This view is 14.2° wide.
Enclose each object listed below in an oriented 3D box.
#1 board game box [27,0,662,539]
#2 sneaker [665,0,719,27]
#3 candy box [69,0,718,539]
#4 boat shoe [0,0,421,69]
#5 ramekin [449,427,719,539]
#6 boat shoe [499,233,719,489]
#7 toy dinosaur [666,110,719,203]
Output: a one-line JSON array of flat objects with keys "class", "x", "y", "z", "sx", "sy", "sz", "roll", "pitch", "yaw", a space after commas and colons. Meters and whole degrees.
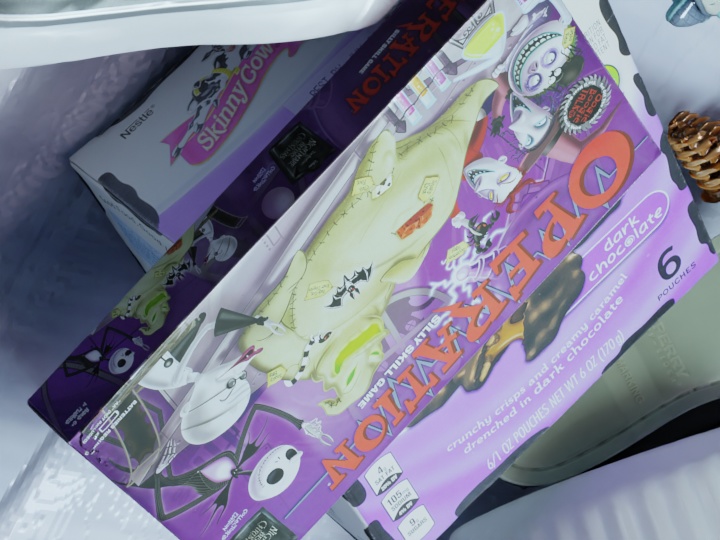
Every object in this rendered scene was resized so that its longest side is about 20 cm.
[{"class": "board game box", "x": 0.000, "y": 0.000, "z": 0.899, "sx": 0.200, "sy": 0.032, "sz": 0.120, "roll": -47, "pitch": 145, "yaw": -4}, {"class": "sneaker", "x": 0.138, "y": -0.131, "z": 1.032, "sx": 0.200, "sy": 0.078, "sz": 0.086, "roll": 4, "pitch": 127, "yaw": -39}, {"class": "candy box", "x": 0.018, "y": -0.019, "z": 0.980, "sx": 0.168, "sy": 0.072, "sz": 0.200, "roll": -43, "pitch": 140, "yaw": -11}, {"class": "boat shoe", "x": -0.046, "y": -0.104, "z": 0.844, "sx": 0.200, "sy": 0.069, "sz": 0.057, "roll": -15, "pitch": 138, "yaw": -31}, {"class": "ramekin", "x": 0.124, "y": 0.125, "z": 1.109, "sx": 0.200, "sy": 0.105, "sz": 0.200, "roll": -18, "pitch": 170, "yaw": -3}, {"class": "boat shoe", "x": 0.129, "y": 0.027, "z": 1.102, "sx": 0.201, "sy": 0.072, "sz": 0.061, "roll": -20, "pitch": 175, "yaw": -8}, {"class": "toy dinosaur", "x": 0.193, "y": -0.048, "z": 1.127, "sx": 0.136, "sy": 0.102, "sz": 0.200, "roll": -55, "pitch": 167, "yaw": 29}]
